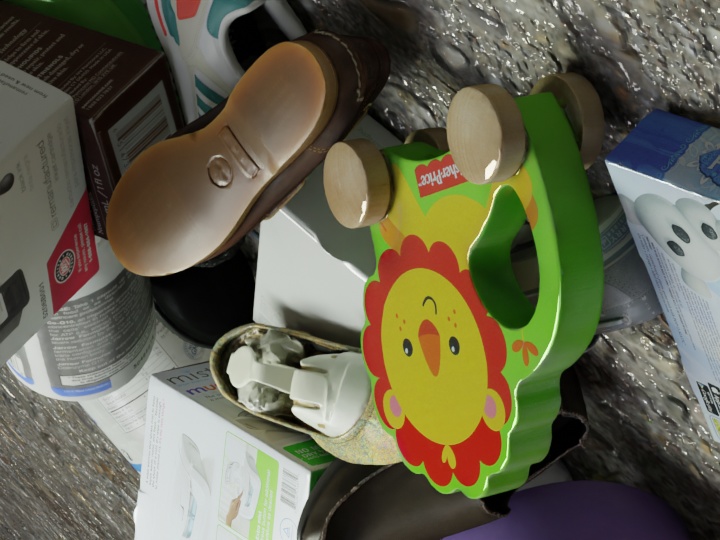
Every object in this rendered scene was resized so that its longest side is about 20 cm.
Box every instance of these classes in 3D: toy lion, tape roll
[{"bbox_3d":[0.057,0.016,1.017,0.200,0.068,0.194,-18,83,60],"label":"toy lion"},{"bbox_3d":[0.122,0.227,1.243,0.085,0.198,0.201,-107,-6,-47],"label":"tape roll"}]

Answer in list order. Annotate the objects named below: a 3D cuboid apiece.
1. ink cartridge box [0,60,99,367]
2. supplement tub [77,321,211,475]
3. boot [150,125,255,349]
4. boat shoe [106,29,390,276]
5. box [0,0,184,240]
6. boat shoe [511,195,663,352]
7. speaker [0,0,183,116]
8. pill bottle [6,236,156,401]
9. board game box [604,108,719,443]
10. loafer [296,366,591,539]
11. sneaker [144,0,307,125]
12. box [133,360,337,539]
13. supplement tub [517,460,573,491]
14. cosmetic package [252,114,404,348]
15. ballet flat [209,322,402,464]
[{"bbox_3d":[-0.242,-0.001,1.118,0.083,0.200,0.146,25,143,22],"label":"ink cartridge box"},{"bbox_3d":[-0.183,0.063,1.654,0.200,0.132,0.132,52,159,-17],"label":"supplement tub"},{"bbox_3d":[-0.113,-0.021,1.422,0.157,0.079,0.212,12,141,57],"label":"boot"},{"bbox_3d":[-0.060,-0.061,1.105,0.199,0.070,0.071,-34,83,38],"label":"boat shoe"},{"bbox_3d":[-0.202,-0.097,1.214,0.199,0.075,0.101,21,141,32],"label":"box"},{"bbox_3d":[0.099,0.016,1.083,0.072,0.070,0.201,54,156,-7],"label":"boat shoe"},{"bbox_3d":[-0.175,-0.172,1.244,0.200,0.088,0.088,49,160,-11],"label":"speaker"},{"bbox_3d":[-0.198,-0.008,1.354,0.114,0.114,0.201,38,155,20],"label":"pill bottle"},{"bbox_3d":[0.222,0.035,0.914,0.198,0.043,0.201,26,152,44],"label":"board game box"},{"bbox_3d":[0.050,0.119,1.181,0.073,0.199,0.071,53,178,-29],"label":"loafer"},{"bbox_3d":[-0.056,-0.099,1.167,0.093,0.070,0.201,34,155,42],"label":"sneaker"},{"bbox_3d":[-0.060,0.180,1.307,0.176,0.096,0.202,24,116,47],"label":"box"},{"bbox_3d":[0.035,0.156,1.377,0.199,0.145,0.146,23,151,46],"label":"supplement tub"},{"bbox_3d":[0.000,0.000,1.230,0.107,0.085,0.200,40,159,10],"label":"cosmetic package"},{"bbox_3d":[-0.026,0.069,1.187,0.199,0.071,0.071,12,142,56],"label":"ballet flat"}]
